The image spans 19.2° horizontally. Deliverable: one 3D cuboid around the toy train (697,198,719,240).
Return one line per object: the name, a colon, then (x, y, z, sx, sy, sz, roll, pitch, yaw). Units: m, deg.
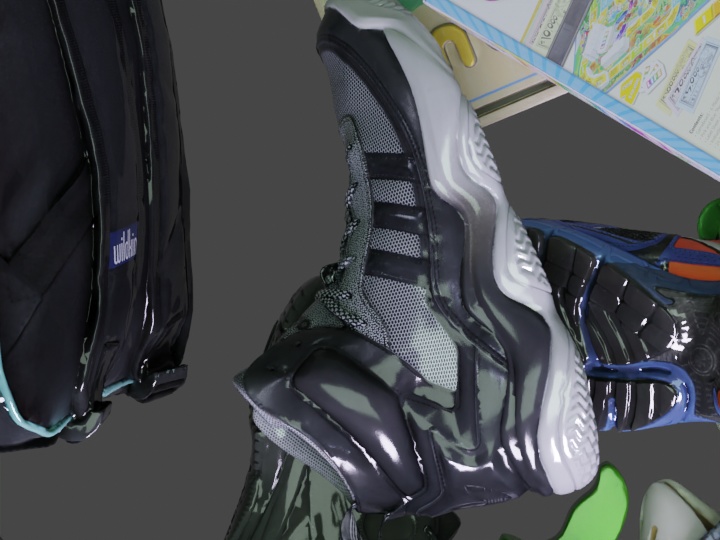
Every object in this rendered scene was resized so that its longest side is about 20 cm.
toy train: (0.181, -0.088, 0.812, 0.056, 0.042, 0.202, 16, 92, -8)

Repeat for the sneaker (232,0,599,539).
sneaker: (0.000, 0.000, 0.754, 0.113, 0.076, 0.201, -22, 75, -4)

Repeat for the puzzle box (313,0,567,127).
puzzle box: (0.072, -0.135, 0.794, 0.199, 0.025, 0.134, -22, 95, 17)

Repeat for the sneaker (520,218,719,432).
sneaker: (0.127, 0.021, 0.776, 0.199, 0.078, 0.076, 17, 115, 38)

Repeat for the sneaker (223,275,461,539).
sneaker: (-0.012, 0.108, 0.808, 0.090, 0.076, 0.202, 16, 93, -2)

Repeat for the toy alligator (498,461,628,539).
toy alligator: (0.065, 0.171, 0.811, 0.054, 0.059, 0.202, 7, 91, 5)

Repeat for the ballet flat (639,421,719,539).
ballet flat: (0.148, 0.087, 0.808, 0.074, 0.074, 0.200, 43, 88, 1)

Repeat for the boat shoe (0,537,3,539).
boat shoe: (-0.152, 0.104, 0.703, 0.199, 0.074, 0.065, 30, 130, -33)

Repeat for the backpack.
backpack: (-0.143, -0.051, 0.754, 0.152, 0.176, 0.202, 5, 100, 18)

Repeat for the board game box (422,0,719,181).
board game box: (0.129, -0.144, 0.724, 0.134, 0.034, 0.201, 33, 96, 19)
